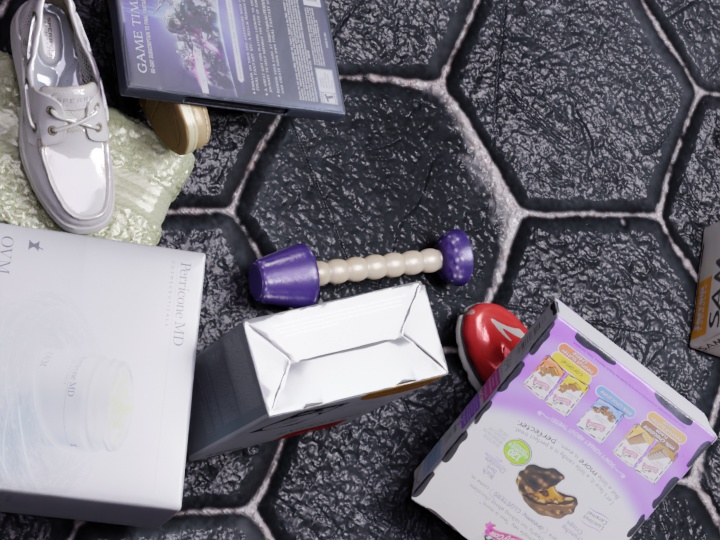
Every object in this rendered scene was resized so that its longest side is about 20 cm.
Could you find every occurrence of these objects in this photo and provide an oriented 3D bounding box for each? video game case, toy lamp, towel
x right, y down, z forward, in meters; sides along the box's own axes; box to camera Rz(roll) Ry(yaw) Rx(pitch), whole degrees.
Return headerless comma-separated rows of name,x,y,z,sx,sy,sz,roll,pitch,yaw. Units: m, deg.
video game case,-0.112,-0.198,1.393,0.199,0.019,0.144,4,64,-30
toy lamp,0.000,0.000,1.459,0.199,0.058,0.059,-5,77,-25
towel,-0.246,-0.082,1.387,0.199,0.036,0.149,27,67,-14

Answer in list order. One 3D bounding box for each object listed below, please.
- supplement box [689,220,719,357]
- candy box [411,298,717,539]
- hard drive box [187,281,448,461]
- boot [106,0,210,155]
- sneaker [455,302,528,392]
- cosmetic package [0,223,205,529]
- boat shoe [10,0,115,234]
supplement box,0.424,0.036,1.621,0.199,0.073,0.127,18,68,-18
candy box,0.167,0.155,1.413,0.167,0.072,0.200,37,102,-5
hard drive box,-0.046,0.082,1.333,0.155,0.200,0.077,-12,80,-25
boot,-0.121,-0.192,1.440,0.155,0.073,0.201,-8,58,-27
sneaker,0.164,0.105,1.482,0.077,0.085,0.200,-38,92,-29
cosmetic package,-0.231,0.082,1.284,0.199,0.123,0.201,8,73,-15
boat shoe,-0.237,-0.130,1.345,0.070,0.069,0.201,-12,81,-25
